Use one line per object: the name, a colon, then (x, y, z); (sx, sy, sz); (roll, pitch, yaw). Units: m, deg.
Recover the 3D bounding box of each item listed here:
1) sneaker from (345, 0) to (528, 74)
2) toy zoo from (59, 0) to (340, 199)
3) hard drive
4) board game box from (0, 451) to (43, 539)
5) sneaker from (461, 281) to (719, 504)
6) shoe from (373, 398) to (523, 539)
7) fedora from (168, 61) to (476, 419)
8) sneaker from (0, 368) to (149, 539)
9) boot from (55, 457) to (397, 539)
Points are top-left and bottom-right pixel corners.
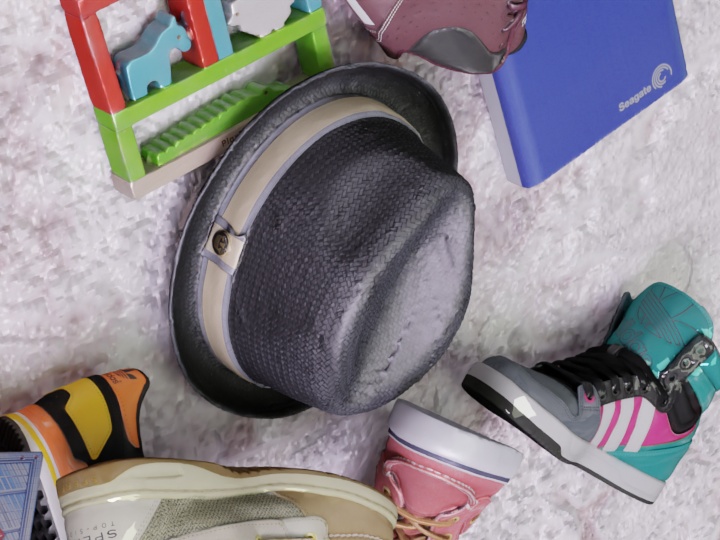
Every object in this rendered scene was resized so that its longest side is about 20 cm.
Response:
sneaker: (0.084, -0.167, 1.045); (0.200, 0.076, 0.116); (-22, 134, 12)
toy zoo: (-0.083, -0.148, 0.983); (0.131, 0.020, 0.200); (-31, 126, -26)
hard drive: (0.111, -0.162, 1.136); (0.132, 0.025, 0.200); (-35, 127, -24)
board game box: (-0.210, 0.157, 0.894); (0.200, 0.200, 0.062); (-13, 154, -37)
sneaker: (0.149, 0.058, 1.219); (0.200, 0.084, 0.121); (30, 93, -51)
shoe: (0.036, 0.126, 1.106); (0.200, 0.071, 0.091); (69, 46, -81)
fedora: (0.000, 0.000, 1.051); (0.201, 0.092, 0.201); (-24, 130, -31)
sneaker: (-0.115, 0.141, 1.044); (0.090, 0.070, 0.200); (-29, 123, -24)
boot: (-0.054, 0.172, 0.984); (0.200, 0.072, 0.155); (11, 65, -45)
